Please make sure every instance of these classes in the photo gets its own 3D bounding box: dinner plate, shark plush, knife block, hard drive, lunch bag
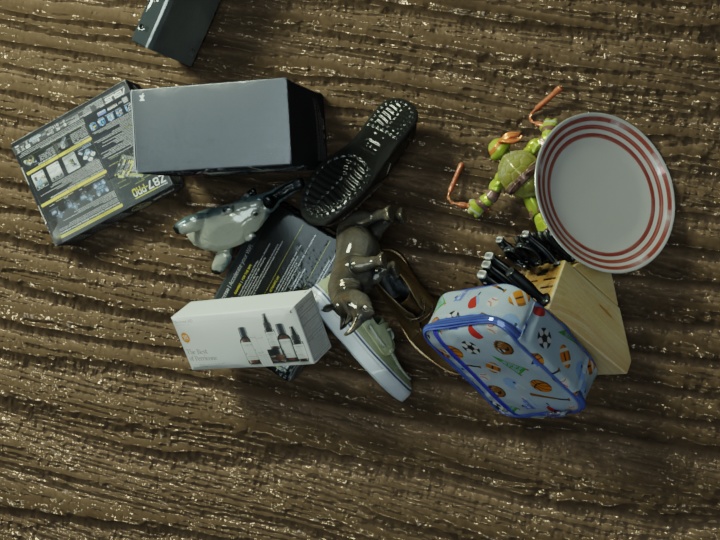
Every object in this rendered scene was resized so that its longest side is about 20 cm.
[{"bbox_3d":[0.294,-0.093,1.101,0.199,0.024,0.201,4,77,-18],"label":"dinner plate"},{"bbox_3d":[-0.161,-0.083,1.181,0.091,0.083,0.200,40,127,-19],"label":"shark plush"},{"bbox_3d":[0.229,0.047,1.091,0.064,0.175,0.201,-11,92,56],"label":"knife block"},{"bbox_3d":[-0.215,-0.371,1.170,0.033,0.140,0.200,27,99,10],"label":"hard drive"},{"bbox_3d":[0.179,0.104,1.094,0.160,0.076,0.200,-14,128,48],"label":"lunch bag"}]

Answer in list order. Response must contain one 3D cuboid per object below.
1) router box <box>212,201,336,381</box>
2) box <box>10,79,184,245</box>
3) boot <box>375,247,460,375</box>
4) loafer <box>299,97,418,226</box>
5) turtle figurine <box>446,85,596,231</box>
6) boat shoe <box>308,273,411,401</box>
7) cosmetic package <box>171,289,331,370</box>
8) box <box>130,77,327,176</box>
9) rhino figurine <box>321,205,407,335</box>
[{"bbox_3d":[-0.103,0.024,1.216,0.149,0.051,0.200,32,99,10],"label":"router box"},{"bbox_3d":[-0.367,-0.147,1.263,0.200,0.049,0.162,-26,86,12],"label":"box"},{"bbox_3d":[0.075,0.058,1.171,0.074,0.075,0.200,-41,86,9],"label":"boot"},{"bbox_3d":[0.007,-0.126,1.154,0.073,0.071,0.200,40,81,25],"label":"loafer"},{"bbox_3d":[0.218,-0.119,1.134,0.200,0.064,0.161,-45,85,9],"label":"turtle figurine"},{"bbox_3d":[0.010,0.086,1.166,0.062,0.072,0.200,-42,111,-4],"label":"boat shoe"},{"bbox_3d":[-0.142,0.078,1.152,0.199,0.051,0.083,-7,109,32],"label":"cosmetic package"},{"bbox_3d":[-0.160,-0.175,1.150,0.199,0.182,0.105,-2,93,12],"label":"box"},{"bbox_3d":[0.000,0.000,1.103,0.087,0.200,0.060,-13,136,27],"label":"rhino figurine"}]
